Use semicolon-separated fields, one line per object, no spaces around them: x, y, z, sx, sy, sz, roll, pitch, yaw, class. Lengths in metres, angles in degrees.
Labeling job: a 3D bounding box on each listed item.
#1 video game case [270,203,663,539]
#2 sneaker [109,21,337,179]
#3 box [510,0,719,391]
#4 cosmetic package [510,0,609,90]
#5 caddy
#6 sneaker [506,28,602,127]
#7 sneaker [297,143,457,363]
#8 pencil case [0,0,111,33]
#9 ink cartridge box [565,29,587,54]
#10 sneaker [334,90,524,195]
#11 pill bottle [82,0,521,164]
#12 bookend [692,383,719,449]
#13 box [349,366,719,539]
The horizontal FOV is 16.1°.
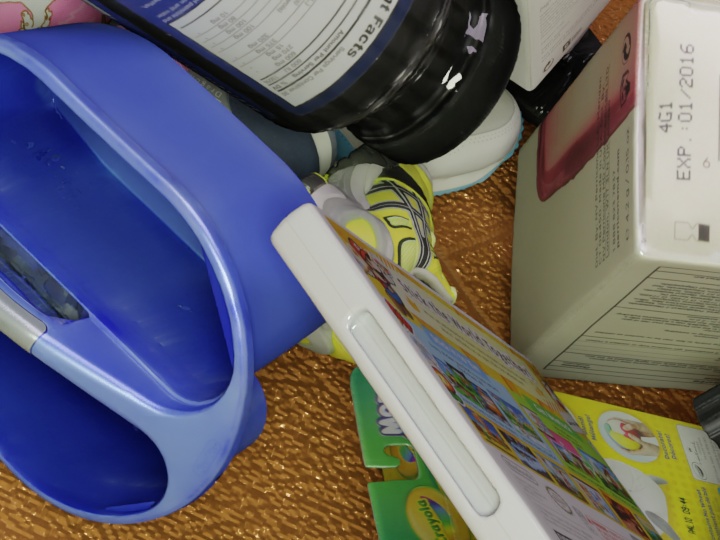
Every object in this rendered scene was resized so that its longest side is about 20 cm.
0.063;0.075;0.893;0.182;0.023;0.200;55;11;31;video game case
-0.110;-0.078;1.082;0.199;0.070;0.082;28;44;7;sneaker
0.146;-0.025;1.048;0.127;0.200;0.110;5;75;-10;box
0.054;-0.171;1.064;0.107;0.200;0.085;38;76;15;cosmetic package
-0.106;-0.002;0.926;0.200;0.142;0.105;42;33;18;caddy
0.124;-0.062;1.239;0.104;0.060;0.200;47;6;-22;sneaker
0.000;0.000;1.046;0.076;0.075;0.200;41;19;2;sneaker
-0.144;-0.123;1.029;0.086;0.083;0.200;32;67;22;pencil case
0.050;-0.170;1.265;0.159;0.048;0.200;15;23;10;ink cartridge box
-0.007;-0.092;1.164;0.199;0.081;0.077;12;37;-27;sneaker
-0.034;-0.123;0.992;0.200;0.112;0.112;31;29;-35;pill bottle
0.221;0.151;0.946;0.200;0.092;0.199;45;28;-27;bookend
0.086;0.104;1.017;0.199;0.048;0.118;16;37;-23;box
